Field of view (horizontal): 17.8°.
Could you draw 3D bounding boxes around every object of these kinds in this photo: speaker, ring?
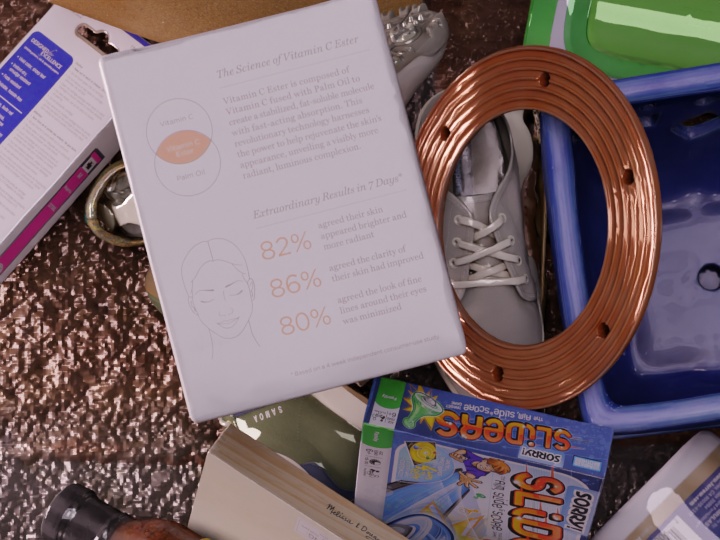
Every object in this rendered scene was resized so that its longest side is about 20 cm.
[{"bbox_3d":[0.204,-0.145,1.420,0.200,0.088,0.089,12,80,5],"label":"speaker"},{"bbox_3d":[0.093,-0.024,1.266,0.019,0.200,0.201,0,75,-41],"label":"ring"}]

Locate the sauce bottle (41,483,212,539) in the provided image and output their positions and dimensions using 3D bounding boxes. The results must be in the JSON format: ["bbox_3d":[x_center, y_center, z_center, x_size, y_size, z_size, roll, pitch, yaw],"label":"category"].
[{"bbox_3d":[-0.099,0.189,1.366,0.200,0.066,0.066,29,81,22],"label":"sauce bottle"}]

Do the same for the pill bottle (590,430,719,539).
[{"bbox_3d":[0.235,0.199,1.339,0.111,0.111,0.200,-44,81,-6],"label":"pill bottle"}]

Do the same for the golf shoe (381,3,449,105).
[{"bbox_3d":[-0.015,-0.070,1.351,0.200,0.078,0.097,-42,120,1],"label":"golf shoe"}]

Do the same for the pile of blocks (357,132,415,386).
[{"bbox_3d":[0.000,0.000,1.396,0.082,0.062,0.200,-3,45,33],"label":"pile of blocks"}]

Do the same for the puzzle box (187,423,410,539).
[{"bbox_3d":[-0.009,0.179,1.345,0.200,0.133,0.025,33,59,7],"label":"puzzle box"}]

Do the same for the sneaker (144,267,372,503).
[{"bbox_3d":[-0.066,0.077,1.397,0.200,0.067,0.090,34,100,18],"label":"sneaker"}]

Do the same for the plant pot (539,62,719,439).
[{"bbox_3d":[0.210,-0.003,1.344,0.200,0.180,0.200,-8,78,1],"label":"plant pot"}]

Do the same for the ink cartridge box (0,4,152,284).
[{"bbox_3d":[-0.212,-0.077,1.437,0.095,0.037,0.200,37,85,29],"label":"ink cartridge box"}]

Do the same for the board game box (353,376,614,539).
[{"bbox_3d":[0.064,0.138,1.315,0.135,0.200,0.034,12,56,5],"label":"board game box"}]

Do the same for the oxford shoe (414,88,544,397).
[{"bbox_3d":[0.068,-0.011,1.351,0.075,0.058,0.200,-7,88,-9],"label":"oxford shoe"}]

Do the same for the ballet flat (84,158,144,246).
[{"bbox_3d":[-0.079,-0.061,1.403,0.200,0.071,0.071,-18,79,14],"label":"ballet flat"}]

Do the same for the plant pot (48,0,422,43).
[{"bbox_3d":[-0.061,-0.200,1.410,0.200,0.186,0.187,28,81,-10],"label":"plant pot"}]

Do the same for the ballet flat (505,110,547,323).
[{"bbox_3d":[0.084,-0.024,1.411,0.069,0.063,0.200,3,79,-3],"label":"ballet flat"}]

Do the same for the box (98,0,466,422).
[{"bbox_3d":[-0.040,-0.034,1.243,0.152,0.106,0.200,-14,90,1],"label":"box"}]
